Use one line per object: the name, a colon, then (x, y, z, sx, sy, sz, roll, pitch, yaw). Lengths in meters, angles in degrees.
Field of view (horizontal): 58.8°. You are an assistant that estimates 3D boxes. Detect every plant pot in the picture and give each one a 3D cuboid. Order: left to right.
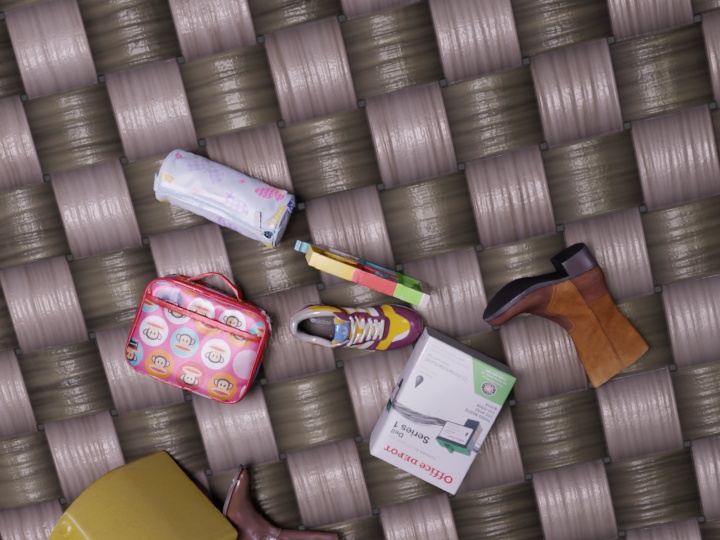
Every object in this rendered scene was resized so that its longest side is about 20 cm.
plant pot: (-0.339, 0.405, 0.911, 0.194, 0.200, 0.196, 37, 97, 23)

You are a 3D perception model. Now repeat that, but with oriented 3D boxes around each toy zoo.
toy zoo: (0.000, 0.000, 0.914, 0.199, 0.131, 0.021, 20, 97, -1)

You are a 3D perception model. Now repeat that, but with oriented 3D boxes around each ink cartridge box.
ink cartridge box: (0.119, 0.208, 0.956, 0.146, 0.084, 0.201, 25, 97, 0)

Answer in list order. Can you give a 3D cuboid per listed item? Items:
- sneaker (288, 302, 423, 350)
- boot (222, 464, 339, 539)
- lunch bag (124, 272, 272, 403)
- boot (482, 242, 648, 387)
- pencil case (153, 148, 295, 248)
sneaker: (-0.006, 0.088, 0.945, 0.199, 0.090, 0.075, 0, 97, 3)
boot: (-0.113, 0.402, 0.999, 0.199, 0.064, 0.187, 10, 110, 4)
lunch bag: (-0.236, 0.090, 0.964, 0.199, 0.082, 0.177, 20, 93, -2)
boot: (0.305, 0.088, 0.958, 0.188, 0.068, 0.200, -34, 102, -2)
pencil case: (-0.196, -0.103, 0.932, 0.199, 0.091, 0.083, 24, 137, 1)
